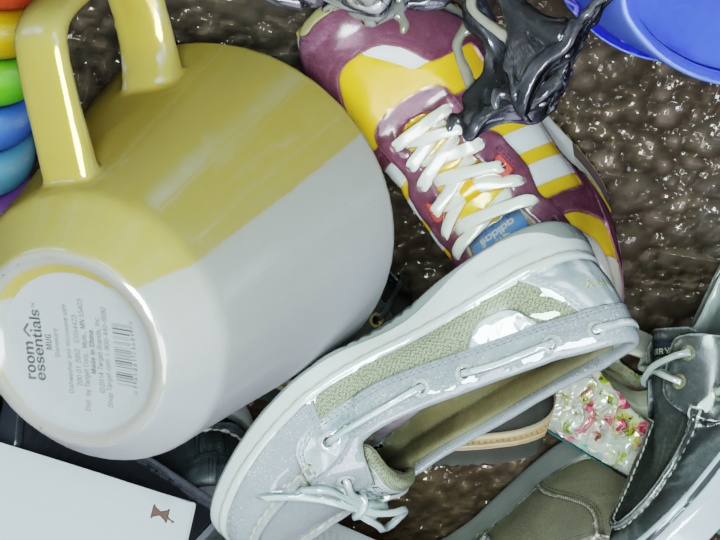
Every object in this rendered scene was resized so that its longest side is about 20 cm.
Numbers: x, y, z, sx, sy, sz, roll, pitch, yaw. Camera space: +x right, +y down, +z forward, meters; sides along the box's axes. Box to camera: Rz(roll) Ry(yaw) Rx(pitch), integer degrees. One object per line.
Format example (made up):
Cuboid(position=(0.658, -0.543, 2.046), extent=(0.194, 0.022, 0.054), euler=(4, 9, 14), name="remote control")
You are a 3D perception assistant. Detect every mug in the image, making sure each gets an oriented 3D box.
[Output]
Cuboid(position=(-0.095, -0.012, 1.180), extent=(0.187, 0.153, 0.149), euler=(47, 123, -1), name="mug")

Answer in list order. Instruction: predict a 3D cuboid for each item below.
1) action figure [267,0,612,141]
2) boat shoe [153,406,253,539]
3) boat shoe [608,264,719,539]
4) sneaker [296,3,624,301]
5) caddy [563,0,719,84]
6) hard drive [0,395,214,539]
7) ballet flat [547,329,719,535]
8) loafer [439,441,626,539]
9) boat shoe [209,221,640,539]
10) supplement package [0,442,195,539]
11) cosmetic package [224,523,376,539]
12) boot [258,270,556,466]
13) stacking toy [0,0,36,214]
Cuboid(position=(0.007, -0.140, 1.158), extent=(0.200, 0.102, 0.119), euler=(37, 163, 9), name="action figure")
Cuboid(position=(-0.079, 0.151, 1.418), extent=(0.075, 0.060, 0.200), euler=(-6, 131, -4), name="boat shoe")
Cuboid(position=(0.160, 0.048, 1.329), extent=(0.071, 0.072, 0.200), euler=(37, 74, -14), name="boat shoe")
Cuboid(position=(0.051, -0.043, 1.256), extent=(0.075, 0.090, 0.200), euler=(-37, 127, 21), name="sneaker")
Cuboid(position=(0.171, -0.145, 1.185), extent=(0.199, 0.105, 0.142), euler=(8, 106, -15), name="caddy")
Cuboid(position=(-0.170, 0.137, 1.367), extent=(0.135, 0.042, 0.200), euler=(35, 131, -21), name="hard drive")
Cuboid(position=(0.143, 0.071, 1.383), extent=(0.200, 0.076, 0.064), euler=(30, 112, -33), name="ballet flat")
Cuboid(position=(0.070, 0.165, 1.450), extent=(0.075, 0.070, 0.200), euler=(24, 122, -27), name="loafer")
Cuboid(position=(0.024, 0.061, 1.219), extent=(0.202, 0.065, 0.074), euler=(-36, 151, 9), name="boat shoe")
Cuboid(position=(-0.180, 0.209, 1.273), extent=(0.147, 0.192, 0.200), euler=(18, 134, -5), name="supplement package")
Cuboid(position=(0.012, 0.193, 1.377), extent=(0.200, 0.074, 0.102), euler=(25, 123, -22), name="cosmetic package")
Cuboid(position=(0.000, 0.000, 1.272), extent=(0.199, 0.078, 0.139), euler=(14, 123, -1), name="boot")
Cuboid(position=(-0.161, -0.095, 1.193), extent=(0.085, 0.085, 0.201), euler=(8, 121, -16), name="stacking toy")
